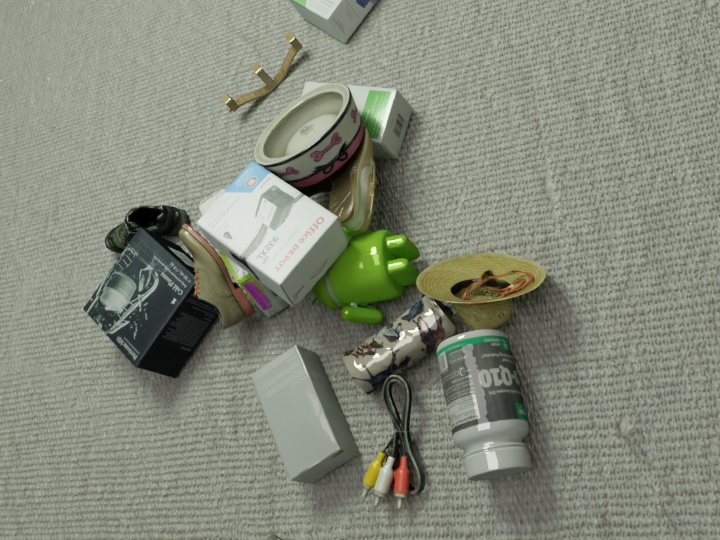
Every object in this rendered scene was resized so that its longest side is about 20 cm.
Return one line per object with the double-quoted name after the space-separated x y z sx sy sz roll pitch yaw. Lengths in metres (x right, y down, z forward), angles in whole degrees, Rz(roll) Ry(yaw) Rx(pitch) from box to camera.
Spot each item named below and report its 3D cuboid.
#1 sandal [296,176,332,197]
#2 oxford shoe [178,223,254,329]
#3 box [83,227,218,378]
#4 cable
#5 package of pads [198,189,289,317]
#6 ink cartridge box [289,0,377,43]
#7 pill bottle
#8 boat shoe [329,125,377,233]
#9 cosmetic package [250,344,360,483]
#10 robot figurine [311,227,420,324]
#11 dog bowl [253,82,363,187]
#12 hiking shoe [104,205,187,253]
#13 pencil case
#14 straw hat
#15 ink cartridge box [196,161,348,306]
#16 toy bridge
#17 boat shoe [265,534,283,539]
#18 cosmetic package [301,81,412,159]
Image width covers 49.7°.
-0.085 -0.171 1.406 0.199 0.081 0.054 -26 32 -10 "sandal"
-0.266 0.013 1.357 0.075 0.070 0.201 -35 103 -11 "oxford shoe"
-0.385 0.061 1.481 0.199 0.124 0.197 36 93 31 "box"
0.059 0.268 1.206 0.096 0.050 0.202 8 91 28 "cable"
-0.208 -0.033 1.398 0.068 0.155 0.201 -31 60 -3 "package of pads"
-0.032 -0.579 1.541 0.145 0.087 0.201 39 91 32 "ink cartridge box"
0.184 0.199 1.146 0.112 0.113 0.202 -18 66 20 "pill bottle"
-0.008 -0.152 1.311 0.074 0.066 0.202 -15 54 36 "boat shoe"
-0.093 0.239 1.292 0.106 0.090 0.201 -32 64 14 "cosmetic package"
0.000 0.000 1.307 0.198 0.116 0.177 -14 65 22 "robot figurine"
-0.081 -0.224 1.318 0.199 0.074 0.201 -26 36 21 "dog bowl"
-0.454 -0.095 1.580 0.198 0.101 0.076 -19 64 20 "hiking shoe"
0.059 0.117 1.259 0.199 0.078 0.090 -37 43 11 "pencil case"
0.189 0.047 1.207 0.199 0.201 0.086 2 115 27 "straw hat"
-0.141 -0.062 1.260 0.199 0.084 0.145 34 75 26 "ink cartridge box"
-0.194 -0.390 1.569 0.200 0.067 0.027 -42 59 7 "toy bridge"
-0.178 0.520 1.246 0.060 0.072 0.202 33 83 33 "boat shoe"
-0.017 -0.277 1.430 0.198 0.085 0.109 11 81 28 "cosmetic package"
